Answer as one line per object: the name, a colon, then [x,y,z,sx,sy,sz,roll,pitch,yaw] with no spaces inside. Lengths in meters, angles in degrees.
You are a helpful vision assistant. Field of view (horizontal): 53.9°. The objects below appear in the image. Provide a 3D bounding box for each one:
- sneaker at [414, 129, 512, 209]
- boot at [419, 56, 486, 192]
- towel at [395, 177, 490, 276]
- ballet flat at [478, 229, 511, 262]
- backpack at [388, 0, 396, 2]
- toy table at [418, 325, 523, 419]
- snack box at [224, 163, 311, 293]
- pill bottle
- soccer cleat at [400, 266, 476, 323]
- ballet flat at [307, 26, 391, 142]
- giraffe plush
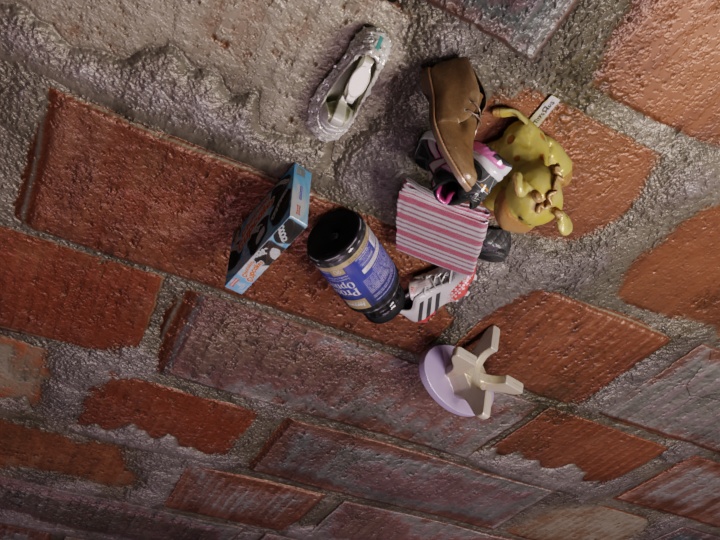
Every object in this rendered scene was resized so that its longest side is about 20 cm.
sneaker: [0.122,-0.139,1.001,0.080,0.200,0.087,35,88,-24]
boot: [0.131,-0.198,0.921,0.074,0.205,0.074,-20,149,19]
towel: [0.126,-0.063,1.122,0.143,0.030,0.201,22,157,11]
ballet flat: [0.161,-0.066,1.193,0.195,0.058,0.066,18,159,-11]
backpack: [0.066,-0.406,0.745,0.195,0.129,0.167,-15,148,15]
toy table: [0.224,0.209,1.408,0.196,0.189,0.116,18,154,-32]
snack box: [-0.149,-0.064,1.133,0.037,0.118,0.199,26,132,-27]
pill bottle: [0.000,0.000,1.207,0.110,0.114,0.201,-19,135,21]
soccer cleat: [0.133,0.029,1.274,0.083,0.070,0.200,18,140,-25]
ballet flat: [-0.023,-0.242,0.974,0.070,0.073,0.201,17,136,-19]
giraffe plush: [0.243,-0.123,1.028,0.168,0.165,0.202,9,139,-9]
